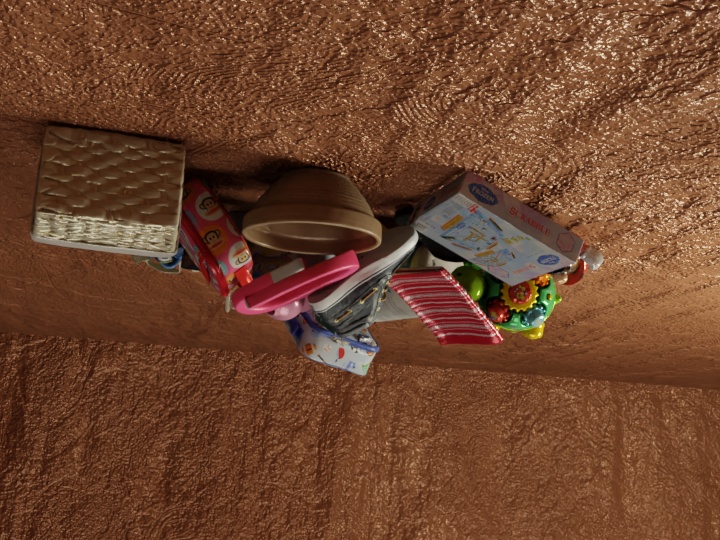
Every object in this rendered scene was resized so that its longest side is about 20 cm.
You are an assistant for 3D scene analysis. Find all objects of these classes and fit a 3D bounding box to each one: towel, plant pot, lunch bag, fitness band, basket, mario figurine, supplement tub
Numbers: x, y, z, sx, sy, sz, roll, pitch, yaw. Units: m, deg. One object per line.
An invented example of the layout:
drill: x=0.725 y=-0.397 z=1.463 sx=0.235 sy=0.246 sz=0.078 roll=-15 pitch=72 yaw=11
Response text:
towel: x=0.138 y=0.063 z=1.647 sx=0.144 sy=0.023 sz=0.200 roll=-3 pitch=140 yaw=45
plant pot: x=-0.068 y=-0.088 z=1.400 sx=0.199 sy=0.094 sz=0.201 roll=2 pitch=169 yaw=0
lunch bag: x=-0.061 y=0.107 z=1.757 sx=0.159 sy=0.076 sz=0.200 roll=23 pitch=-169 yaw=-28
fitness band: x=-0.095 y=0.019 z=1.435 sx=0.199 sy=0.038 sz=0.143 roll=-25 pitch=170 yaw=21
lunch bag: x=-0.217 y=-0.039 z=1.478 sx=0.082 sy=0.177 sz=0.200 roll=-34 pitch=172 yaw=-11
basket: x=-0.333 y=-0.104 z=1.302 sx=0.198 sy=0.137 sz=0.123 roll=6 pitch=166 yaw=-14
mario figurine: x=0.302 y=-0.022 z=1.559 sx=0.199 sy=0.106 sz=0.123 roll=27 pitch=-169 yaw=-45
supplement tub: x=0.083 y=0.023 z=1.793 sx=0.131 sy=0.133 sz=0.199 roll=13 pitch=164 yaw=-40

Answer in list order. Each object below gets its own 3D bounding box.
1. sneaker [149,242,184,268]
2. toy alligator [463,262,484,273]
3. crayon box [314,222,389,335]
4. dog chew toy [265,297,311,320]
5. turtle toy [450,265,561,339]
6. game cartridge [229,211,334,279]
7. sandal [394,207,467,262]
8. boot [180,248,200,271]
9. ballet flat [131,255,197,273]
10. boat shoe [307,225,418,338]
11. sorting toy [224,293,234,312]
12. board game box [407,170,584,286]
sneaker: x=-0.325 y=-0.059 z=1.644 sx=0.073 sy=0.083 sz=0.200 roll=6 pitch=167 yaw=0
toy alligator: x=0.217 y=-0.014 z=1.786 sx=0.200 sy=0.060 sz=0.054 roll=-33 pitch=-179 yaw=44
crayon box: x=0.000 y=0.000 z=1.634 sx=0.051 sy=0.200 sz=0.127 roll=36 pitch=162 yaw=15
dog chew toy: x=-0.104 y=0.014 z=1.659 sx=0.124 sy=0.125 sz=0.200 roll=-4 pitch=-151 yaw=33
turtle toy: x=0.242 y=0.036 z=1.658 sx=0.198 sy=0.147 sz=0.101 roll=7 pitch=177 yaw=3
game cartridge: x=-0.136 y=-0.032 z=1.585 sx=0.198 sy=0.135 sz=0.040 roll=-1 pitch=160 yaw=20
sandal: x=0.128 y=-0.066 z=1.596 sx=0.075 sy=0.045 sz=0.200 roll=-11 pitch=150 yaw=34
boot: x=-0.212 y=-0.042 z=1.679 sx=0.199 sy=0.098 sz=0.074 roll=7 pitch=174 yaw=-42
ballet flat: x=-0.327 y=-0.032 z=1.780 sx=0.198 sy=0.076 sz=0.068 roll=-1 pitch=-164 yaw=17
boat shoe: x=0.019 y=0.017 z=1.516 sx=0.200 sy=0.071 sz=0.091 roll=-36 pitch=121 yaw=5
sorting toy: x=-0.154 y=-0.009 z=1.814 sx=0.198 sy=0.108 sz=0.180 roll=-3 pitch=153 yaw=-8
board game box: x=0.192 y=-0.056 z=1.436 sx=0.199 sy=0.041 sz=0.200 roll=30 pitch=162 yaw=-12
